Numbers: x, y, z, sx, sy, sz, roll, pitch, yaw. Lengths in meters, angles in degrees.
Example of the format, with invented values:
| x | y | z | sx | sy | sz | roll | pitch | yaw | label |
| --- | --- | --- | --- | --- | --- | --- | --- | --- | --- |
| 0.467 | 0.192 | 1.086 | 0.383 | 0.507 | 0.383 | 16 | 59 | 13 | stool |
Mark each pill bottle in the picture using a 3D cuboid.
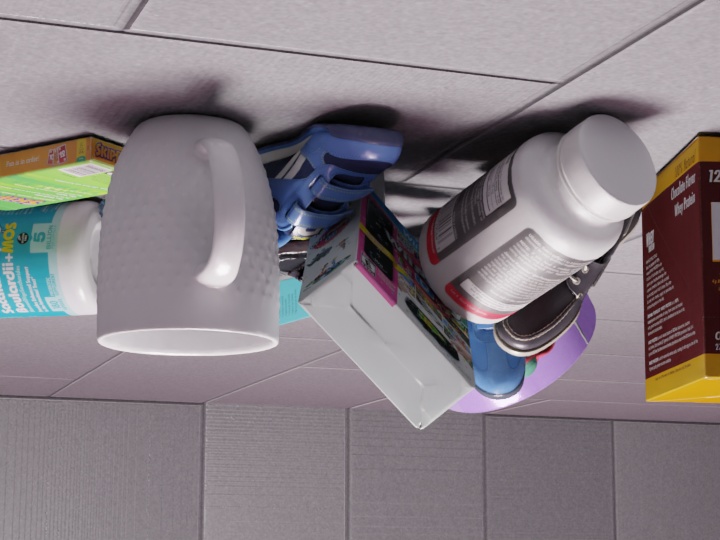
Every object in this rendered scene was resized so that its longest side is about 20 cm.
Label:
| x | y | z | sx | sy | sz | roll | pitch | yaw | label |
| --- | --- | --- | --- | --- | --- | --- | --- | --- | --- |
| -0.344 | -0.009 | 1.595 | 0.198 | 0.112 | 0.111 | -3 | 169 | 14 | pill bottle |
| 0.146 | -0.044 | 1.333 | 0.110 | 0.112 | 0.200 | 7 | 151 | -35 | pill bottle |

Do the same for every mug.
| x | y | z | sx | sy | sz | roll | pitch | yaw | label |
| --- | --- | --- | --- | --- | --- | --- | --- | --- | --- |
| -0.129 | -0.033 | 1.282 | 0.146 | 0.177 | 0.200 | 4 | 169 | -20 | mug |

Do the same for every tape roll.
| x | y | z | sx | sy | sz | roll | pitch | yaw | label |
| --- | --- | --- | --- | --- | --- | --- | --- | --- | --- |
| 0.151 | 0.062 | 1.751 | 0.199 | 0.201 | 0.066 | -8 | 125 | 38 | tape roll |

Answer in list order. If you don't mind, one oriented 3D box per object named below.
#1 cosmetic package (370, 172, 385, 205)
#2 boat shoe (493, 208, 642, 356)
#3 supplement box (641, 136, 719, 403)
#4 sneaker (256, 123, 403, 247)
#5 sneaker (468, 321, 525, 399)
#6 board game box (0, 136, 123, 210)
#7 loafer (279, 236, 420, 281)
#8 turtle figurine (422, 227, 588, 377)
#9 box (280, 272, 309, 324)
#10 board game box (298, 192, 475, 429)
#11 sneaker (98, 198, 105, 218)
| x | y | z | sx | sy | sz | roll | pitch | yaw | label |
| --- | --- | --- | --- | --- | --- | --- | --- | --- | --- |
| -0.050 | -0.050 | 1.544 | 0.149 | 0.052 | 0.200 | -3 | 169 | 1 | cosmetic package |
| 0.184 | -0.012 | 1.439 | 0.072 | 0.200 | 0.063 | 35 | 158 | 15 | boat shoe |
| 0.333 | 0.006 | 1.416 | 0.131 | 0.202 | 0.197 | 1 | 170 | -4 | supplement box |
| -0.030 | -0.071 | 1.340 | 0.073 | 0.083 | 0.199 | 8 | 165 | -32 | sneaker |
| 0.118 | 0.020 | 1.513 | 0.065 | 0.202 | 0.079 | -3 | 148 | 1 | sneaker |
| -0.279 | -0.082 | 1.432 | 0.198 | 0.030 | 0.095 | -10 | 165 | 32 | board game box |
| 0.000 | 0.000 | 1.502 | 0.198 | 0.064 | 0.072 | 3 | 168 | -30 | loafer |
| 0.118 | 0.044 | 1.596 | 0.149 | 0.200 | 0.101 | -38 | 158 | -20 | turtle figurine |
| -0.070 | 0.013 | 1.650 | 0.198 | 0.050 | 0.082 | -15 | -156 | -32 | box |
| 0.024 | 0.025 | 1.360 | 0.064 | 0.148 | 0.200 | -39 | -165 | 13 | board game box |
| -0.190 | -0.044 | 1.518 | 0.085 | 0.077 | 0.200 | -39 | 175 | -17 | sneaker |
